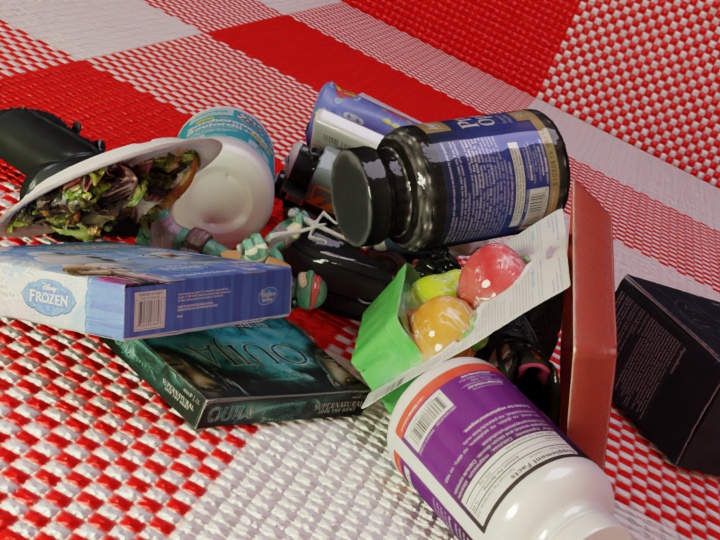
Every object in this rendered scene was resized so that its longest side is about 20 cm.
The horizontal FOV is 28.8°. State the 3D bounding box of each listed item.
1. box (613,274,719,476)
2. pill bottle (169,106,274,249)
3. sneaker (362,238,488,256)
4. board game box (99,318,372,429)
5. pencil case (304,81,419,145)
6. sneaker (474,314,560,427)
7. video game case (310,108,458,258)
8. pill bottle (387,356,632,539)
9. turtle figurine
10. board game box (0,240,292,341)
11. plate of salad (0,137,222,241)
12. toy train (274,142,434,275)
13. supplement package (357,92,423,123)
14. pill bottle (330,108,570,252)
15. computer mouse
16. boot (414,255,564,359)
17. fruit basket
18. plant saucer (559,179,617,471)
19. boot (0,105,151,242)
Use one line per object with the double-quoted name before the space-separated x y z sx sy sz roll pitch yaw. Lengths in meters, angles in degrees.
"box" 0.376 0.120 1.496 0.198 0.125 0.197 15 19 -31
"pill bottle" -0.143 -0.104 1.448 0.109 0.112 0.200 21 18 -11
"sneaker" 0.054 -0.059 1.415 0.144 0.082 0.200 8 9 13
"board game box" -0.098 0.076 1.137 0.135 0.028 0.199 37 21 34
"pencil case" 0.028 -0.140 1.608 0.198 0.088 0.078 25 2 5
"sneaker" 0.140 0.094 1.197 0.079 0.087 0.202 5 43 -13
"video game case" 0.033 -0.089 1.580 0.198 0.024 0.182 24 -28 5
"pill bottle" 0.111 0.160 1.043 0.111 0.114 0.200 10 24 -39
"turtle figurine" -0.098 -0.009 1.263 0.197 0.102 0.150 11 8 1
"board game box" -0.187 0.010 1.062 0.197 0.044 0.199 7 7 31
"plate of salad" -0.201 -0.058 1.144 0.199 0.198 0.049 -14 81 -63
"toy train" 0.000 -0.073 1.525 0.198 0.114 0.086 24 55 -2
"supplement package" 0.009 -0.141 1.757 0.113 0.111 0.200 26 17 4
"pill bottle" 0.079 -0.078 1.253 0.197 0.113 0.112 -10 32 -25
"computer mouse" 0.000 0.000 1.332 0.198 0.141 0.046 31 45 9
"boot" 0.119 0.026 1.377 0.157 0.080 0.212 34 -24 17
"fruit basket" 0.093 0.035 1.179 0.094 0.198 0.186 59 15 -15
"plant saucer" 0.183 0.066 1.136 0.036 0.202 0.202 3 42 7
"boot" -0.288 -0.097 1.297 0.162 0.074 0.198 35 13 21
